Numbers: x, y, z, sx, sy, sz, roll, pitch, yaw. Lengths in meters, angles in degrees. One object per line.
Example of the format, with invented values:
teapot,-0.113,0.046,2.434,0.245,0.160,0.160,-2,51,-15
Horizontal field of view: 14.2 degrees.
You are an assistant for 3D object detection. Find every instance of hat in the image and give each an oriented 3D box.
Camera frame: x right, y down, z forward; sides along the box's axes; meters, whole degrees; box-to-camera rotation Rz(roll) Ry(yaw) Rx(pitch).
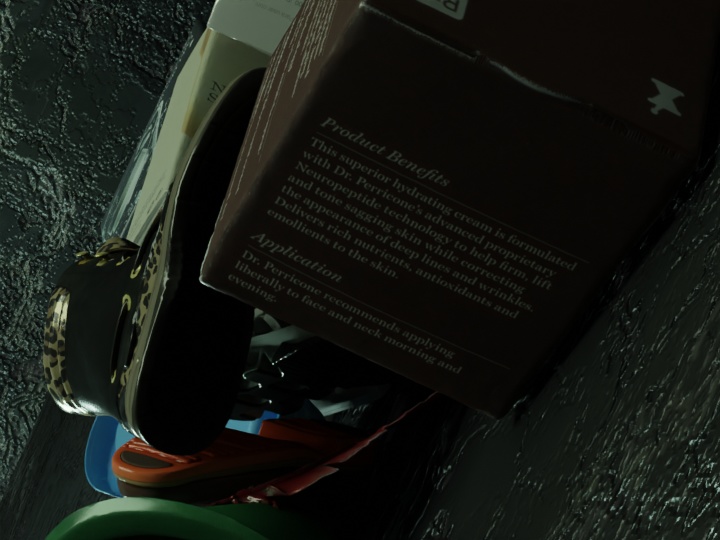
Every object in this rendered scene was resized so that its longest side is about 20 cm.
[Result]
hat,-0.042,0.135,1.478,0.176,0.199,0.166,-57,-37,-49

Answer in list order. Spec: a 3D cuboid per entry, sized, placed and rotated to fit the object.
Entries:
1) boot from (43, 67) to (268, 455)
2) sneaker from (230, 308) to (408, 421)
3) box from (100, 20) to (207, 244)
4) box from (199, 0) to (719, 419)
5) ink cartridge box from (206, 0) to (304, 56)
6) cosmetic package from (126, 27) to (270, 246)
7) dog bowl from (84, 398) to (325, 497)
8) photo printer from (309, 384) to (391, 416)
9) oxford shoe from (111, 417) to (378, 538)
boot,-0.096,-0.006,1.492,0.150,0.073,0.201,1,75,63
sneaker,-0.018,0.017,1.532,0.200,0.074,0.089,-15,61,45
box,-0.117,-0.081,2.360,0.200,0.124,0.197,-64,12,7
box,0.049,-0.073,1.337,0.200,0.166,0.164,-56,13,43
ink cartridge box,-0.002,-0.220,1.673,0.147,0.083,0.200,-27,-42,-73
cosmetic package,-0.066,-0.059,1.687,0.071,0.105,0.200,-55,15,36
dog bowl,-0.088,0.101,1.688,0.112,0.050,0.200,-59,29,-9
photo printer,0.000,0.000,1.697,0.167,0.069,0.200,-68,11,-13
oxford shoe,-0.059,0.120,1.527,0.071,0.200,0.073,14,97,36
